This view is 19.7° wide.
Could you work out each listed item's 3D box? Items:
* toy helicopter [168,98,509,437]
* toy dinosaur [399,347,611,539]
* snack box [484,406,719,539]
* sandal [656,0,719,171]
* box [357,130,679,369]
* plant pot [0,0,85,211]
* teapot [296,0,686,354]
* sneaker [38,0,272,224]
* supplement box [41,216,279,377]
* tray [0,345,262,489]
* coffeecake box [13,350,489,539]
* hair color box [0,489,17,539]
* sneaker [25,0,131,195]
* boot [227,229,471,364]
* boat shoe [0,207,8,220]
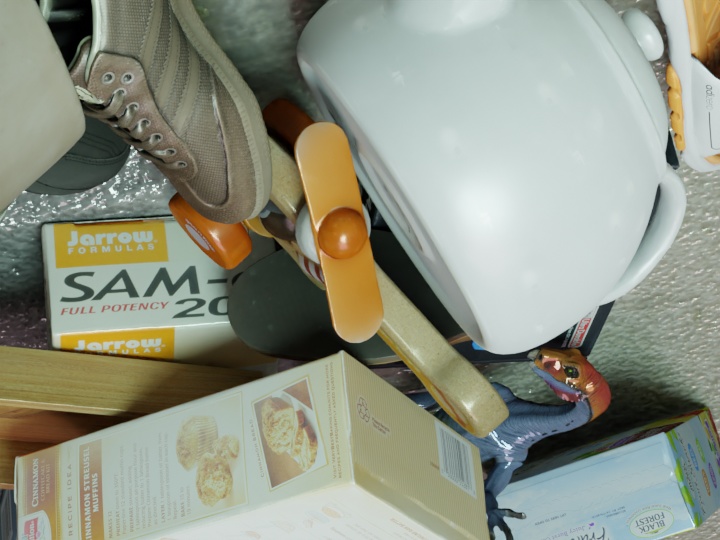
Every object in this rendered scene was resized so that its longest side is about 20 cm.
[{"bbox_3d":[0.000,0.000,0.986,0.079,0.200,0.132,-43,-179,-12],"label":"toy helicopter"},{"bbox_3d":[0.065,0.082,1.241,0.181,0.200,0.105,-19,107,15],"label":"toy dinosaur"},{"bbox_3d":[0.143,0.149,1.334,0.168,0.068,0.200,-20,174,17],"label":"snack box"},{"bbox_3d":[0.179,-0.111,0.972,0.059,0.079,0.207,13,155,24],"label":"sandal"},{"bbox_3d":[0.070,-0.015,1.140,0.158,0.046,0.200,-2,148,-12],"label":"box"},{"bbox_3d":[-0.207,-0.065,0.783,0.173,0.200,0.200,-29,151,-12],"label":"plant pot"},{"bbox_3d":[0.075,-0.067,0.947,0.146,0.198,0.200,-33,-179,-4],"label":"teapot"},{"bbox_3d":[-0.104,-0.089,0.890,0.070,0.076,0.201,17,141,43],"label":"sneaker"},{"bbox_3d":[-0.113,0.053,1.172,0.125,0.074,0.200,-4,148,-8],"label":"supplement box"},{"bbox_3d":[-0.160,0.081,1.103,0.199,0.037,0.099,8,146,-19],"label":"tray"},{"bbox_3d":[-0.055,0.126,1.082,0.199,0.073,0.153,-19,149,23],"label":"coffeecake box"},{"bbox_3d":[-0.132,0.162,1.359,0.199,0.061,0.099,2,147,-17],"label":"hair color box"},{"bbox_3d":[-0.154,-0.097,0.917,0.079,0.076,0.200,-25,146,20],"label":"sneaker"},{"bbox_3d":[0.030,0.019,1.081,0.199,0.074,0.076,-8,159,-5],"label":"boot"},{"bbox_3d":[-0.245,-0.060,0.957,0.201,0.072,0.060,8,144,-38],"label":"boat shoe"}]
